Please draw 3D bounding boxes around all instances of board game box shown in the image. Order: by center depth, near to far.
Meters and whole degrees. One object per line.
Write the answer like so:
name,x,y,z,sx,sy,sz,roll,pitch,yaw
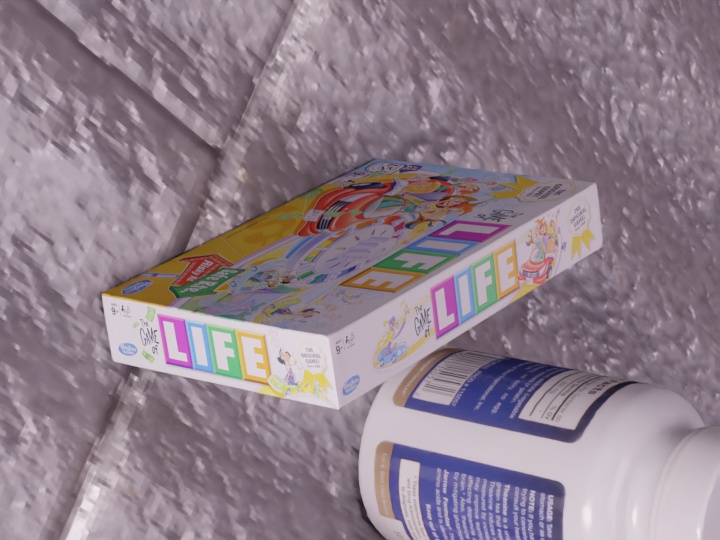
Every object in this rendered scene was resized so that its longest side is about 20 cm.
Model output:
board game box,0.000,0.000,1.006,0.200,0.134,0.034,-29,119,-45

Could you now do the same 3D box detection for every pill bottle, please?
pill bottle,0.107,0.106,1.105,0.111,0.200,0.111,-14,108,-48
